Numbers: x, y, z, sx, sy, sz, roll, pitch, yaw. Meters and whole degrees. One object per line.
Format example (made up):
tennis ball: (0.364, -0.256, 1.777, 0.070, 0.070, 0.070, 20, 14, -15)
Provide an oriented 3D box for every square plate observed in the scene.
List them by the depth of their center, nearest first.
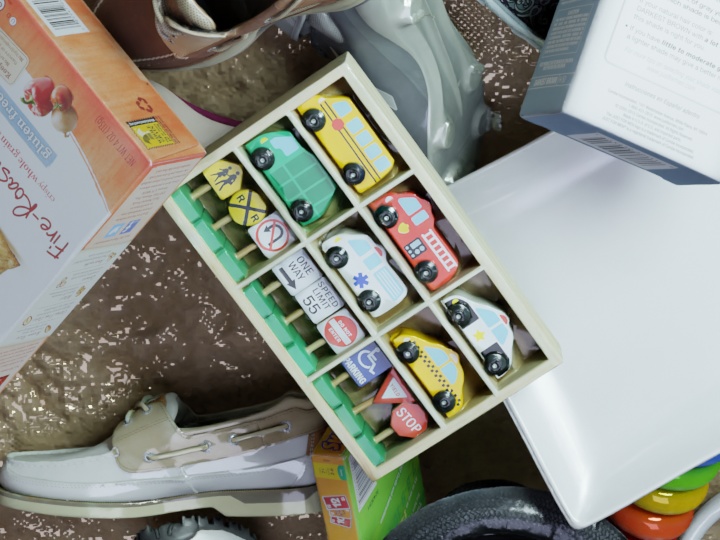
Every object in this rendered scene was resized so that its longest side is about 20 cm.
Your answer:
square plate: (0.154, 0.007, 1.366, 0.199, 0.028, 0.199, -29, 89, 12)

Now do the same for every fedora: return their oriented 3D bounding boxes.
fedora: (0.087, 0.194, 1.479, 0.199, 0.092, 0.201, 1, 119, 1)

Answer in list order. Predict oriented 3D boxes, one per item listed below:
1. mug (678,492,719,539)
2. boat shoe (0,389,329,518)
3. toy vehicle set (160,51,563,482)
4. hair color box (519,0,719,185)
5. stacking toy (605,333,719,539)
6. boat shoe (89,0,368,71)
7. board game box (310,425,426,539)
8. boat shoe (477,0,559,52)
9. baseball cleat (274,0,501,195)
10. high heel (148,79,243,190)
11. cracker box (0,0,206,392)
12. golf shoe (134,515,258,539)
mug: (0.280, 0.215, 1.547, 0.200, 0.148, 0.176, 39, 104, 8)
boat shoe: (-0.113, 0.105, 1.477, 0.199, 0.075, 0.069, -2, 98, 0)
toy vehicle set: (0.000, 0.000, 1.340, 0.124, 0.027, 0.200, -34, 104, 12)
hair color box: (0.166, -0.154, 1.296, 0.099, 0.061, 0.201, 22, 84, -18)
stacking toy: (0.179, 0.107, 1.465, 0.085, 0.086, 0.201, 6, 125, -9)
boat shoe: (-0.075, -0.146, 1.283, 0.199, 0.072, 0.076, -19, 89, 41)
board game box: (0.014, 0.162, 1.504, 0.030, 0.096, 0.201, 2, 123, 24)
boat shoe: (0.110, -0.138, 1.348, 0.200, 0.072, 0.070, 35, 112, -23)
baseball cleat: (0.009, -0.118, 1.362, 0.106, 0.070, 0.200, 14, 143, 27)
high heel: (-0.087, -0.053, 1.394, 0.199, 0.068, 0.096, 8, 154, 7)
cracker box: (-0.191, -0.041, 1.332, 0.134, 0.058, 0.200, 50, 118, 13)
golf shoe: (-0.075, 0.226, 1.514, 0.077, 0.095, 0.200, -18, 133, 13)
